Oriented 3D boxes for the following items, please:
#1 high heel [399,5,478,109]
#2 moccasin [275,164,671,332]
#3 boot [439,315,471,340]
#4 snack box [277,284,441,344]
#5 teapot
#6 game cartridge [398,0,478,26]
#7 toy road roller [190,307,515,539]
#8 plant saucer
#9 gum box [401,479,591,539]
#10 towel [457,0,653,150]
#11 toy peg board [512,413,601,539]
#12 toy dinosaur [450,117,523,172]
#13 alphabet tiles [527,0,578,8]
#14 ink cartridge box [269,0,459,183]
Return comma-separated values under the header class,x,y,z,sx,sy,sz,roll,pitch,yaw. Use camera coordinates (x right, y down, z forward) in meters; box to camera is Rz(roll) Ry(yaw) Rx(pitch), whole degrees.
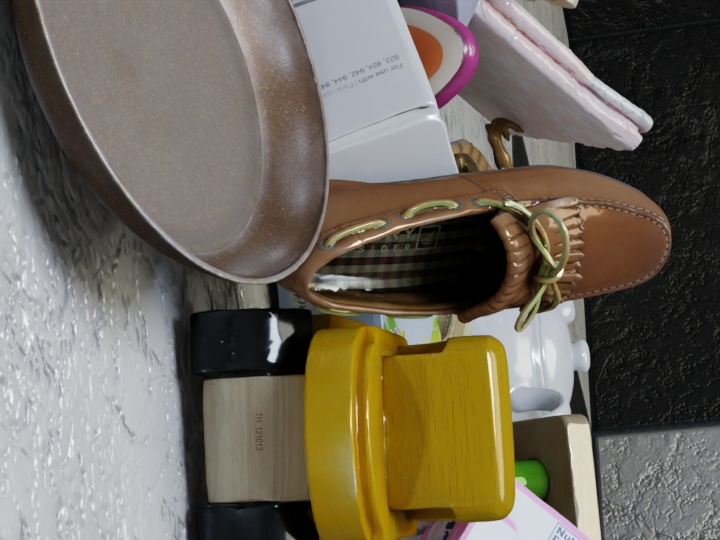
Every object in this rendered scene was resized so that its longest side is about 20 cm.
class,x,y,z,sx,sy,sz,roll,pitch,yaw
high heel,0.044,-0.119,1.021,0.200,0.096,0.068,-176,-94,-65
moccasin,0.057,-0.009,0.778,0.078,0.200,0.074,54,-47,52
boot,0.029,-0.039,1.200,0.201,0.072,0.155,-92,169,-45
snack box,0.000,0.000,1.044,0.200,0.067,0.170,-7,91,-80
teapot,0.108,0.077,1.339,0.198,0.145,0.201,62,25,-60
game cartridge,0.007,-0.193,0.992,0.041,0.133,0.200,-56,165,-12
toy road roller,0.006,0.082,0.822,0.200,0.145,0.124,25,62,-77
plant saucer,-0.078,-0.087,0.683,0.200,0.032,0.201,43,37,-45
gum box,0.101,0.191,0.888,0.066,0.200,0.113,-54,-172,-26
towel,0.085,-0.153,1.168,0.191,0.032,0.200,37,-7,-23
toy peg board,0.049,0.197,1.030,0.199,0.097,0.201,-16,-104,57
toy dinosaur,0.089,-0.061,1.199,0.200,0.060,0.107,67,16,-51
alphabet tiles,0.041,-0.216,1.064,0.195,0.200,0.015,24,89,-37
ink cartridge box,-0.014,-0.102,0.868,0.146,0.084,0.201,66,5,-57
